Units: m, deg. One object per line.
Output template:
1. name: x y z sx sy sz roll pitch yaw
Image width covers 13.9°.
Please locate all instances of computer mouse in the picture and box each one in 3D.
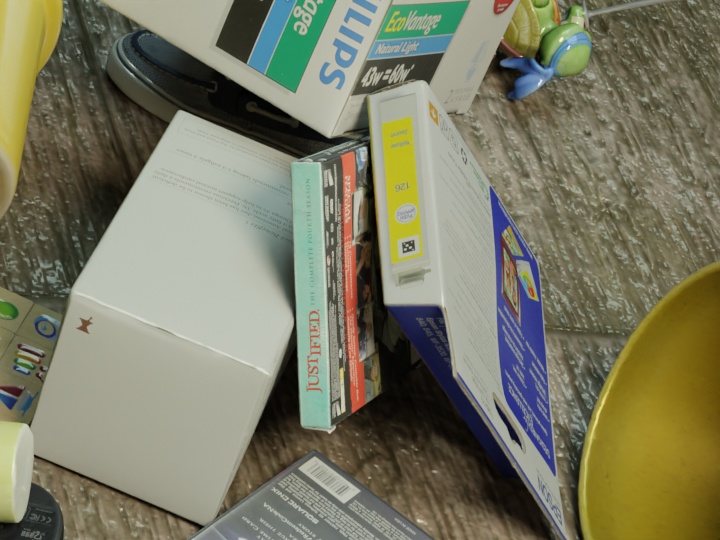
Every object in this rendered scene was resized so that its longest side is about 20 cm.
1. computer mouse: -0.197 0.179 1.466 0.058 0.034 0.200 13 41 12

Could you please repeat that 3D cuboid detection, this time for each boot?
1. boot: -0.059 -0.126 1.877 0.199 0.091 0.073 23 35 0

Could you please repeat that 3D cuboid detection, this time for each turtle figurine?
1. turtle figurine: 0.122 -0.225 2.066 0.194 0.200 0.144 38 4 27

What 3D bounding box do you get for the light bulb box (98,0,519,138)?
1. light bulb box: -0.030 -0.183 1.742 0.199 0.125 0.198 32 19 20

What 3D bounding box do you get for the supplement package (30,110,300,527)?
1. supplement package: -0.093 0.024 1.643 0.116 0.118 0.200 23 35 1

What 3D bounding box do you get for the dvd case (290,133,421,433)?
1. dvd case: 0.000 0.000 1.659 0.022 0.147 0.200 0 9 17

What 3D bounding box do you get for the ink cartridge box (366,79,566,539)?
1. ink cartridge box: 0.061 0.029 1.664 0.047 0.198 0.201 -13 53 16

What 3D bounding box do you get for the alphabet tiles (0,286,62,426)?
1. alphabet tiles: -0.257 0.053 1.611 0.166 0.008 0.200 24 36 1

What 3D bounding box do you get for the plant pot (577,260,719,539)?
1. plant pot: 0.240 0.112 1.674 0.141 0.200 0.201 24 32 -27

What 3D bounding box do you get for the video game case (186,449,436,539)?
1. video game case: -0.028 0.180 1.564 0.143 0.019 0.200 36 38 18

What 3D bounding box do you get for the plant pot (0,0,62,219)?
1. plant pot: -0.265 -0.118 1.674 0.199 0.201 0.190 8 49 -20

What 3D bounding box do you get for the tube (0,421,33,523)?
1. tube: -0.268 0.095 1.496 0.199 0.052 0.058 4 -3 5
